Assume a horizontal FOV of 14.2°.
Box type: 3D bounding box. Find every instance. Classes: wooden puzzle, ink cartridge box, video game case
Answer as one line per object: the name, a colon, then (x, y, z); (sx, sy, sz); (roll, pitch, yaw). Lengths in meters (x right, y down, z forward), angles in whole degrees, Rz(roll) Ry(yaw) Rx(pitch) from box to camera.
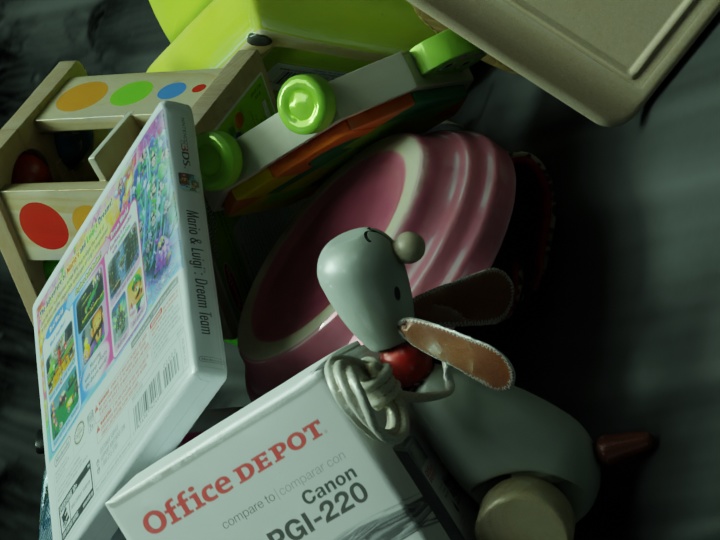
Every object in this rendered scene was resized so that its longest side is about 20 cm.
wooden puzzle: (0.110, -0.189, 1.474); (0.200, 0.185, 0.037); (-54, 5, 41)
ink cartridge box: (-0.011, 0.157, 1.451); (0.146, 0.200, 0.085); (-32, -3, 20)
video game case: (-0.130, 0.037, 1.577); (0.200, 0.024, 0.182); (-53, 36, 44)

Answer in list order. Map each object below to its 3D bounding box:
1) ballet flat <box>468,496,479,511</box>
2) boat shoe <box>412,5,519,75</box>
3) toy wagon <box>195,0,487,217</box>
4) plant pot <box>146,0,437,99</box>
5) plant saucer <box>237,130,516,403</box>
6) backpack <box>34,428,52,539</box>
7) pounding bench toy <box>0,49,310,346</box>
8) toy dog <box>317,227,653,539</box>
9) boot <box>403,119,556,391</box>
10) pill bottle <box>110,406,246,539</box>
ballet flat: (0.043, 0.147, 1.546); (0.200, 0.073, 0.073); (-98, 30, -50)
boat shoe: (0.063, -0.177, 1.618); (0.074, 0.200, 0.069); (23, 77, 29)
toy wagon: (0.001, -0.089, 1.596); (0.200, 0.155, 0.040); (-29, 82, 31)
plant pot: (-0.025, -0.193, 1.794); (0.199, 0.200, 0.182); (145, 130, -59)
plant saucer: (0.000, 0.000, 1.559); (0.201, 0.051, 0.201); (-43, 23, 23)
backpack: (-0.106, 0.199, 1.751); (0.147, 0.183, 0.200); (160, 116, -66)
pounding bench toy: (-0.124, -0.013, 1.730); (0.156, 0.200, 0.124); (-1, 34, 29)
toy dog: (0.070, 0.058, 1.430); (0.096, 0.200, 0.132); (-32, 34, 16)
boot: (0.042, 0.011, 1.654); (0.200, 0.073, 0.151); (-68, 21, -2)
pill bottle: (-0.082, 0.182, 1.621); (0.113, 0.113, 0.200); (156, 108, -64)
